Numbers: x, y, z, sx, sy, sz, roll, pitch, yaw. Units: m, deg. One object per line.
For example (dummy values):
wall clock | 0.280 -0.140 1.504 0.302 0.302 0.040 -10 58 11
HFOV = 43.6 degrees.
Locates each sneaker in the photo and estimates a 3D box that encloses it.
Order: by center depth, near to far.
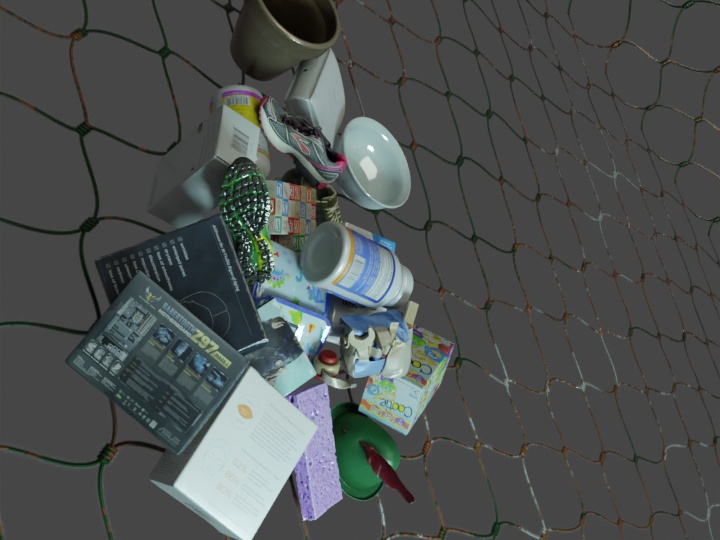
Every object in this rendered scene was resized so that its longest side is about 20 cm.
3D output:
sneaker | -0.178 -0.083 1.393 0.076 0.204 0.086 -7 33 -9
sneaker | -0.106 -0.242 1.627 0.200 0.074 0.082 44 33 -26
sneaker | -0.073 -0.118 1.726 0.201 0.089 0.068 48 40 -19

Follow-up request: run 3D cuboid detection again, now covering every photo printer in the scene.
photo printer | -0.085 -0.340 1.802 0.168 0.068 0.203 75 23 -44

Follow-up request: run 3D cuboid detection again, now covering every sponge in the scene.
sponge | -0.076 0.297 1.492 0.111 0.029 0.205 -8 89 -66

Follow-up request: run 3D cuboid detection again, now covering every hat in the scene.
hat | 0.051 0.307 1.567 0.164 0.174 0.204 1 69 -48

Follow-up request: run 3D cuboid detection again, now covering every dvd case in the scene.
dvd case | -0.183 0.157 1.419 0.198 0.022 0.148 -32 101 -18

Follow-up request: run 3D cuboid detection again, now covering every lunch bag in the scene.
lunch bag | -0.143 0.068 1.527 0.168 0.126 0.204 24 62 -36

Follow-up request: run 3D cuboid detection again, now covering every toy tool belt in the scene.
toy tool belt | 0.010 0.113 1.533 0.197 0.125 0.125 -7 34 -35

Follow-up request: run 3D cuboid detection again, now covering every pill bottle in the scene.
pill bottle | 0.000 0.000 1.544 0.198 0.111 0.114 25 52 -44
pill bottle | -0.215 -0.220 1.610 0.103 0.103 0.204 15 60 -43

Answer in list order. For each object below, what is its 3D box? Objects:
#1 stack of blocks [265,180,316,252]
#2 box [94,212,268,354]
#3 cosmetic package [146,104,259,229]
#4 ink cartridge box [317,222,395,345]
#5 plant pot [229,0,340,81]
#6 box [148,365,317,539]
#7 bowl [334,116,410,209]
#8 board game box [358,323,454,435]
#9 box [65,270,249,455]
stack of blocks | -0.137 -0.092 1.579 0.200 0.057 0.118 -1 92 -73
box | -0.262 0.052 1.327 0.193 0.124 0.204 -21 85 -12
cosmetic package | -0.255 -0.162 1.457 0.080 0.198 0.115 30 46 -34
ink cartridge box | -0.019 0.031 1.663 0.144 0.083 0.205 19 73 -45
plant pot | -0.162 -0.461 1.732 0.197 0.174 0.204 21 52 -28
box | -0.185 0.267 1.329 0.152 0.106 0.202 44 64 -22
bowl | 0.008 -0.207 1.867 0.199 0.090 0.205 27 51 -38
board game box | 0.088 0.196 1.675 0.103 0.105 0.200 24 27 13
box | -0.273 0.125 1.223 0.199 0.051 0.159 38 75 -2
